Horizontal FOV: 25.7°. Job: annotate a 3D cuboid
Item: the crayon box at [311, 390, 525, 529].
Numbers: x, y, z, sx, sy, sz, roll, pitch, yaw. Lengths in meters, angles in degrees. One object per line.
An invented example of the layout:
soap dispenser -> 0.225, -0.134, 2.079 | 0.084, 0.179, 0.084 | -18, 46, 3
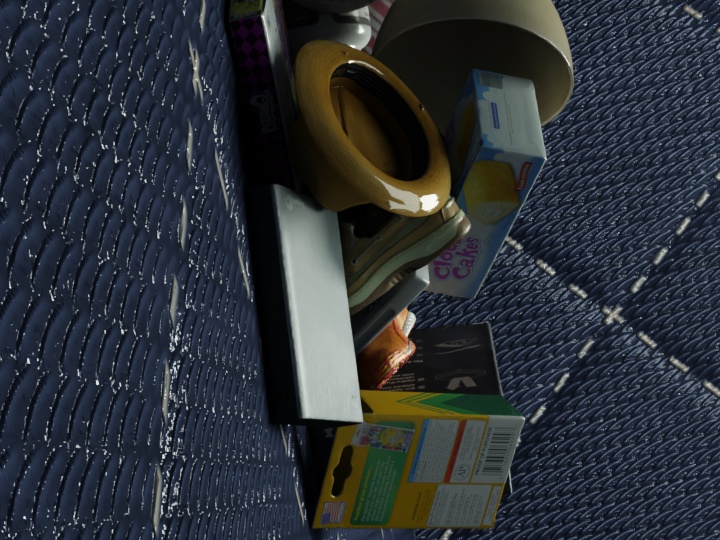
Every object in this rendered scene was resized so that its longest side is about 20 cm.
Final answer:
crayon box -> 0.047, 0.182, 1.516 | 0.052, 0.200, 0.126 | 44, -55, 56

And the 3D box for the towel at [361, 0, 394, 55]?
towel -> 0.015, -0.285, 1.748 | 0.146, 0.030, 0.200 | 44, -34, 18

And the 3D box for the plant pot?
plant pot -> 0.112, -0.238, 1.566 | 0.200, 0.200, 0.135 | 77, 16, -58

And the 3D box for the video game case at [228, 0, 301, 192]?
video game case -> -0.087, -0.194, 1.476 | 0.181, 0.036, 0.200 | -92, 174, -51

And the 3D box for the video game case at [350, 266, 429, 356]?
video game case -> 0.000, 0.000, 1.614 | 0.182, 0.024, 0.200 | -46, -151, 30

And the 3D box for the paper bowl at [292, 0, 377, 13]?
paper bowl -> -0.015, -0.361, 1.551 | 0.104, 0.200, 0.201 | -10, -93, 57

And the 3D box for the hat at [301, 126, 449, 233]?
hat -> -0.013, -0.079, 1.526 | 0.081, 0.200, 0.201 | 26, 52, -55

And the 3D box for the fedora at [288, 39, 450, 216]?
fedora -> -0.006, -0.113, 1.416 | 0.201, 0.082, 0.201 | 32, 36, -26

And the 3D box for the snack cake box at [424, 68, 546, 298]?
snack cake box -> 0.110, -0.082, 1.540 | 0.115, 0.067, 0.200 | -94, -161, -44

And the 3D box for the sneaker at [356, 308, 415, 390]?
sneaker -> 0.011, 0.069, 1.621 | 0.077, 0.073, 0.200 | 42, 11, -11

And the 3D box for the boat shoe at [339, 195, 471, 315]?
boat shoe -> 0.002, -0.014, 1.469 | 0.076, 0.200, 0.072 | 54, 0, -7

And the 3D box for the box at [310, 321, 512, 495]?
box -> 0.052, 0.153, 1.676 | 0.200, 0.196, 0.118 | -88, 171, -70

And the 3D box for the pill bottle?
pill bottle -> -0.050, -0.282, 1.645 | 0.114, 0.114, 0.200 | 32, 51, -86

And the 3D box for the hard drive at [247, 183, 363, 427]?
hard drive -> -0.047, 0.034, 1.370 | 0.140, 0.033, 0.200 | 17, 63, -68
